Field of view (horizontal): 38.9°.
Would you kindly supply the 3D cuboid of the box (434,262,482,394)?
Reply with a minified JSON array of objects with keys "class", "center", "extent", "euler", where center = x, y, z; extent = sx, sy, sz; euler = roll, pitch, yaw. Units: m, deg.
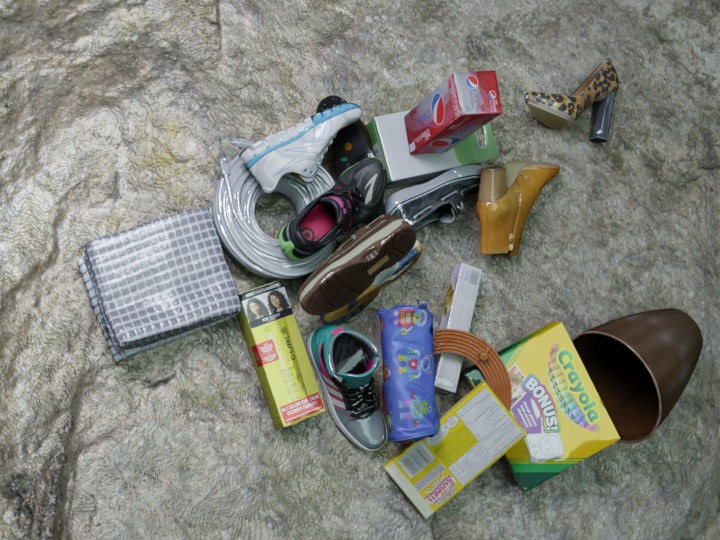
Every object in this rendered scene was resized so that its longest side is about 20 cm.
[{"class":"box","center":[0.146,0.090,1.587],"extent":[0.041,0.039,0.204],"euler":[17,75,-13]}]

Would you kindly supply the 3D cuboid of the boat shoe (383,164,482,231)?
[{"class":"boat shoe","center":[0.126,-0.103,1.586],"extent":[0.198,0.072,0.071],"euler":[-24,69,-28]}]

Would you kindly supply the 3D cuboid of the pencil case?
[{"class":"pencil case","center":[0.073,0.148,1.479],"extent":[0.085,0.078,0.204],"euler":[-2,83,-15]}]

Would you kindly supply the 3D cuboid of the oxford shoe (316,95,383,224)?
[{"class":"oxford shoe","center":[0.000,-0.168,1.558],"extent":[0.072,0.084,0.204],"euler":[-19,81,21]}]

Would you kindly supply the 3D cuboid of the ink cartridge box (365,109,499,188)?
[{"class":"ink cartridge box","center":[0.112,-0.202,1.619],"extent":[0.197,0.059,0.106],"euler":[-14,85,-21]}]

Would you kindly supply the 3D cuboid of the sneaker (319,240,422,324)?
[{"class":"sneaker","center":[0.000,0.000,1.546],"extent":[0.199,0.076,0.088],"euler":[-38,78,-25]}]

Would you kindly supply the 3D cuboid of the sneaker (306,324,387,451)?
[{"class":"sneaker","center":[-0.003,0.167,1.476],"extent":[0.083,0.121,0.203],"euler":[-28,90,-21]}]

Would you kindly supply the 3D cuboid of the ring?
[{"class":"ring","center":[0.130,0.190,1.531],"extent":[0.196,0.019,0.205],"euler":[0,95,1]}]

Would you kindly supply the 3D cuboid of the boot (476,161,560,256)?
[{"class":"boot","center":[0.254,-0.100,1.651],"extent":[0.199,0.070,0.147],"euler":[-13,107,-44]}]

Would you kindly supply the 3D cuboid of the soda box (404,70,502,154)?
[{"class":"soda box","center":[0.132,-0.228,1.491],"extent":[0.069,0.200,0.065],"euler":[-6,83,-19]}]

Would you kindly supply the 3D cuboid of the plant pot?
[{"class":"plant pot","center":[0.453,0.143,1.625],"extent":[0.198,0.186,0.189],"euler":[-27,89,-35]}]

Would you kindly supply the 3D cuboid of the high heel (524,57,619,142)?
[{"class":"high heel","center":[0.354,-0.311,1.712],"extent":[0.197,0.071,0.146],"euler":[15,81,-33]}]

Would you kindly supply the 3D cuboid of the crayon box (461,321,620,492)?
[{"class":"crayon box","center":[0.277,0.208,1.573],"extent":[0.170,0.058,0.203],"euler":[-28,90,-2]}]

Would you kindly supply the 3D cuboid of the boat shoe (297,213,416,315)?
[{"class":"boat shoe","center":[-0.014,-0.012,1.481],"extent":[0.201,0.075,0.076],"euler":[-33,134,-16]}]

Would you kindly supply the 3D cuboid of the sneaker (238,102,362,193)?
[{"class":"sneaker","center":[-0.075,-0.175,1.479],"extent":[0.198,0.075,0.088],"euler":[-30,96,-17]}]

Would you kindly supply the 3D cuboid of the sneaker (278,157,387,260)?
[{"class":"sneaker","center":[-0.028,-0.087,1.457],"extent":[0.077,0.084,0.200],"euler":[48,70,-8]}]

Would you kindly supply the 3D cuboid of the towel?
[{"class":"towel","center":[-0.281,0.015,1.429],"extent":[0.197,0.085,0.168],"euler":[-19,85,-21]}]

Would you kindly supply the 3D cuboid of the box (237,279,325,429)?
[{"class":"box","center":[-0.119,0.122,1.482],"extent":[0.074,0.050,0.204],"euler":[-16,86,-22]}]

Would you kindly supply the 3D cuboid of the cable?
[{"class":"cable","center":[-0.124,-0.085,1.507],"extent":[0.196,0.069,0.204],"euler":[6,75,-21]}]

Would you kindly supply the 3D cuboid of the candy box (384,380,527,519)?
[{"class":"candy box","center":[0.141,0.266,1.514],"extent":[0.199,0.026,0.103],"euler":[-40,96,6]}]
